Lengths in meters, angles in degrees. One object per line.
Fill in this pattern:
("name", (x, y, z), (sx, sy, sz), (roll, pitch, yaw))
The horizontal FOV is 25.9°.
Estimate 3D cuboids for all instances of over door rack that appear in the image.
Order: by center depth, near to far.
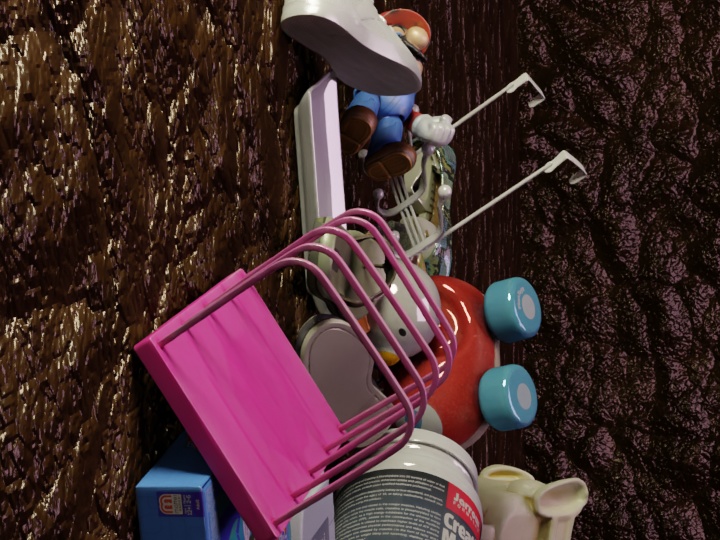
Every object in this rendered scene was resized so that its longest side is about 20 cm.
("over door rack", (0.100, -0.111, 1.521), (0.067, 0.199, 0.148), (58, 10, -42))

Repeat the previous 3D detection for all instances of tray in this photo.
("tray", (-0.035, -0.067, 1.353), (0.107, 0.022, 0.201), (-61, 149, -70))

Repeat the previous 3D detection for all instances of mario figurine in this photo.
("mario figurine", (0.033, -0.185, 1.485), (0.201, 0.105, 0.124), (-81, 163, -45))

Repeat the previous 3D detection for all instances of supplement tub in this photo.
("supplement tub", (0.037, 0.256, 1.407), (0.201, 0.139, 0.141), (-78, 164, -47))

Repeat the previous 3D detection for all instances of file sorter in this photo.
("file sorter", (-0.026, 0.052, 0.985), (0.139, 0.125, 0.200), (57, 16, -4))

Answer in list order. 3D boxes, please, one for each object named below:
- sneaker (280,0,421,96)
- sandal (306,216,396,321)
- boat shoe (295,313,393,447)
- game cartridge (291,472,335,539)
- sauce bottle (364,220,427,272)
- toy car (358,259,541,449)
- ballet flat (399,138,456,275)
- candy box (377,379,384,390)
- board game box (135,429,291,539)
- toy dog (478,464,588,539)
("sneaker", (0.000, -0.229, 1.333), (0.200, 0.073, 0.116), (33, 56, -60))
("sandal", (0.000, 0.001, 1.321), (0.201, 0.057, 0.080), (22, 69, -78))
("boat shoe", (-0.025, 0.088, 1.363), (0.063, 0.073, 0.200), (46, -9, 32))
("game cartridge", (-0.047, 0.271, 1.248), (0.133, 0.041, 0.202), (-27, 116, -73))
("sauce bottle", (0.043, 0.020, 1.648), (0.200, 0.064, 0.065), (70, 22, -62))
("toy car", (0.042, 0.065, 1.485), (0.200, 0.184, 0.178), (35, 51, -43))
("ballet flat", (0.069, -0.065, 1.823), (0.074, 0.074, 0.201), (68, 23, -63))
("candy box", (0.047, 0.218, 1.686), (0.115, 0.055, 0.202), (-16, 106, -79))
("board game box", (-0.088, 0.174, 1.006), (0.200, 0.045, 0.153), (-50, 137, -73))
("toy dog", (0.137, 0.296, 1.830), (0.193, 0.200, 0.141), (-6, 101, -35))
